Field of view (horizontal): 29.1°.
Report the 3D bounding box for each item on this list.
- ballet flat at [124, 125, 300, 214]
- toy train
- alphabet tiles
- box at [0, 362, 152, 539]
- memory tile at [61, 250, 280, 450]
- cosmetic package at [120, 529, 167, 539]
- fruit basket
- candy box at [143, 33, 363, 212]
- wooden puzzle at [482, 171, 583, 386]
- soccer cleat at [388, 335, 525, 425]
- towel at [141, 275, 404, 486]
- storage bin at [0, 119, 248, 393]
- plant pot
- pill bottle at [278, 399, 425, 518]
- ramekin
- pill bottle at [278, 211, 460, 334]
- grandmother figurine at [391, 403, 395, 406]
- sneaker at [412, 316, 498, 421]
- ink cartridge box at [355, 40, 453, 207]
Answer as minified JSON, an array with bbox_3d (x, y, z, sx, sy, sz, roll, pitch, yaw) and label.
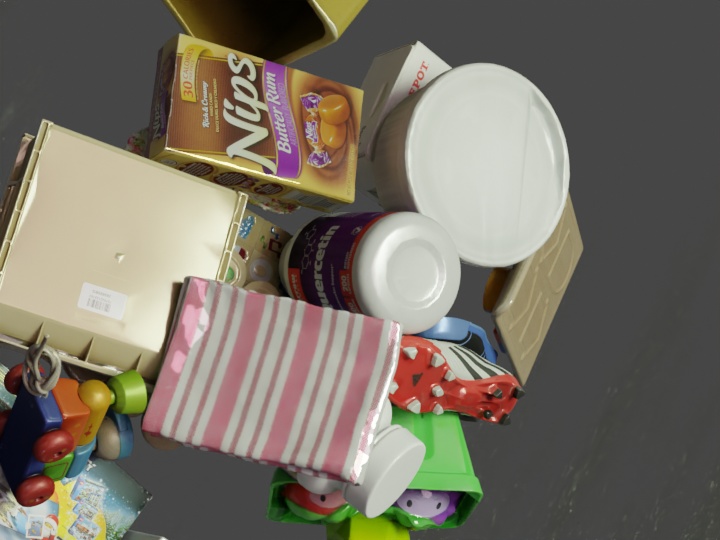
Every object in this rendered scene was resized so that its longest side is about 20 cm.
[{"bbox_3d":[-0.128,-0.107,1.350,0.200,0.064,0.076,11,67,-32],"label":"ballet flat"},{"bbox_3d":[-0.227,0.107,1.145,0.115,0.200,0.085,-11,57,-35],"label":"toy train"},{"bbox_3d":[-0.125,0.023,1.375,0.200,0.006,0.167,30,71,-28],"label":"alphabet tiles"},{"bbox_3d":[-0.299,0.192,1.225,0.200,0.038,0.137,46,63,-21],"label":"box"},{"bbox_3d":[-0.176,0.057,1.323,0.153,0.017,0.200,45,68,-19],"label":"memory tile"},{"bbox_3d":[-0.151,0.326,1.272,0.200,0.101,0.071,44,65,-21],"label":"cosmetic package"},{"bbox_3d":[0.009,0.241,1.336,0.215,0.156,0.216,3,64,-6],"label":"fruit basket"},{"bbox_3d":[-0.098,-0.135,1.304,0.200,0.056,0.117,13,73,-27],"label":"candy box"},{"bbox_3d":[0.184,0.006,1.506,0.186,0.046,0.200,-63,157,-21],"label":"wooden puzzle"},{"bbox_3d":[0.070,0.097,1.310,0.200,0.085,0.069,17,103,-40],"label":"soccer cleat"},{"bbox_3d":[-0.074,0.092,1.181,0.199,0.030,0.147,12,76,9],"label":"towel"},{"bbox_3d":[-0.227,-0.006,1.241,0.200,0.094,0.199,20,75,-21],"label":"storage bin"},{"bbox_3d":[-0.075,-0.327,1.338,0.200,0.194,0.196,-47,110,-33],"label":"plant pot"},{"bbox_3d":[-0.043,0.130,1.245,0.200,0.111,0.111,36,58,23],"label":"pill bottle"},{"bbox_3d":[0.104,-0.101,1.382,0.202,0.094,0.203,1,88,-32],"label":"ramekin"},{"bbox_3d":[0.000,0.000,1.330,0.112,0.200,0.113,-1,92,-31],"label":"pill bottle"},{"bbox_3d":[0.041,0.077,1.446,0.121,0.060,0.201,22,73,-35],"label":"grandmother figurine"},{"bbox_3d":[0.097,0.102,1.431,0.200,0.070,0.078,39,57,-61],"label":"sneaker"},{"bbox_3d":[0.081,-0.125,1.476,0.200,0.084,0.146,34,68,-27],"label":"ink cartridge box"}]
